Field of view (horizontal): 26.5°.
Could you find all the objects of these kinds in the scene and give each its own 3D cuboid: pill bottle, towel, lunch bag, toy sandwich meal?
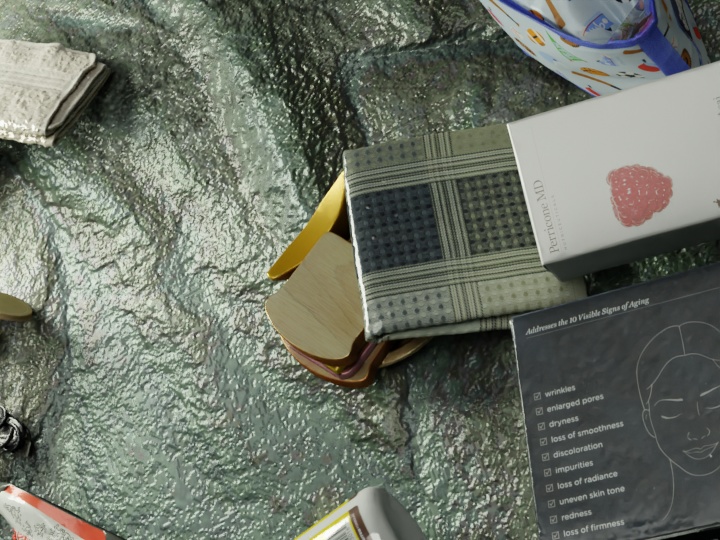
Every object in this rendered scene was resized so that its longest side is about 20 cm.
[{"bbox_3d":[-0.036,0.276,1.264,0.199,0.109,0.110,-37,57,10],"label":"pill bottle"},{"bbox_3d":[0.090,-0.035,1.340,0.198,0.035,0.194,-9,62,0],"label":"towel"},{"bbox_3d":[-0.378,-0.195,1.651,0.198,0.035,0.133,9,49,24],"label":"towel"},{"bbox_3d":[0.206,-0.220,1.305,0.124,0.170,0.200,-51,55,6],"label":"lunch bag"},{"bbox_3d":[0.000,0.000,1.382,0.203,0.070,0.207,-11,65,24],"label":"toy sandwich meal"}]

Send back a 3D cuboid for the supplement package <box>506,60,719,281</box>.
[{"bbox_3d":[0.233,-0.078,1.227,0.198,0.120,0.123,-16,80,12],"label":"supplement package"}]

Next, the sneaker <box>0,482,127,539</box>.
[{"bbox_3d":[-0.290,0.277,1.425,0.200,0.067,0.109,19,77,30],"label":"sneaker"}]

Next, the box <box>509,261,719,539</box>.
[{"bbox_3d":[0.234,0.120,1.175,0.198,0.124,0.199,-16,65,22],"label":"box"}]

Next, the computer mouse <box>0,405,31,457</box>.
[{"bbox_3d":[-0.420,0.220,1.534,0.138,0.053,0.201,22,71,32],"label":"computer mouse"}]

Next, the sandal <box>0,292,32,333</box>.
[{"bbox_3d":[-0.418,0.048,1.599,0.210,0.077,0.070,22,101,39],"label":"sandal"}]
